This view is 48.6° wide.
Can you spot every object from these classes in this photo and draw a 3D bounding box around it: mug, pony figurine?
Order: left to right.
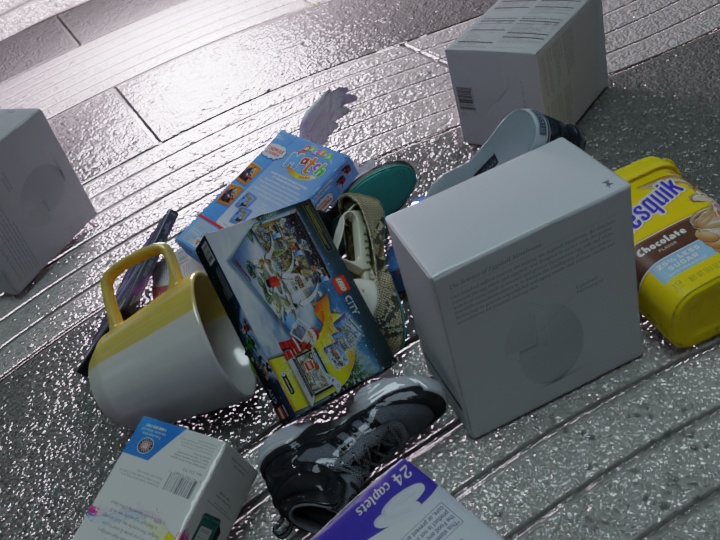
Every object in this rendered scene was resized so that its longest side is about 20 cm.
[{"bbox_3d":[-0.218,0.089,0.895,0.151,0.150,0.189,-25,49,6],"label":"mug"},{"bbox_3d":[-0.072,-0.138,1.127,0.193,0.168,0.198,-46,25,-28],"label":"pony figurine"}]

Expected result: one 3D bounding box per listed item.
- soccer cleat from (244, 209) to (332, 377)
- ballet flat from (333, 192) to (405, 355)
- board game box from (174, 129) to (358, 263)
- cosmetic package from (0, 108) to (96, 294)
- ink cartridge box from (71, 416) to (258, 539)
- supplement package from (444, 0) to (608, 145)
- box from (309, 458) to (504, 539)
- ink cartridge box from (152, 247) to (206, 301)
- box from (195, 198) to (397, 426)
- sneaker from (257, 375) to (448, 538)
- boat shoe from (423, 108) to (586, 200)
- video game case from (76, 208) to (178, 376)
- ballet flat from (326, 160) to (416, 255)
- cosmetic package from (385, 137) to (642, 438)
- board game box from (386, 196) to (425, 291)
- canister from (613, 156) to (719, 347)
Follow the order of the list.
[{"bbox_3d":[-0.063,0.033,0.902,0.080,0.067,0.204,18,87,36],"label":"soccer cleat"},{"bbox_3d":[0.000,0.000,0.908,0.067,0.074,0.204,-32,54,40],"label":"ballet flat"},{"bbox_3d":[-0.116,-0.077,0.971,0.201,0.037,0.150,-49,43,-13],"label":"board game box"},{"bbox_3d":[-0.548,-0.108,1.226,0.120,0.202,0.201,4,41,27],"label":"cosmetic package"},{"bbox_3d":[-0.192,0.247,0.723,0.114,0.068,0.203,7,58,32],"label":"ink cartridge box"},{"bbox_3d":[0.246,-0.295,1.158,0.149,0.154,0.200,15,48,38],"label":"supplement package"},{"bbox_3d":[0.071,0.261,0.508,0.104,0.187,0.199,-34,39,-23],"label":"box"},{"bbox_3d":[-0.166,-0.002,1.019,0.197,0.068,0.117,-29,36,5],"label":"ink cartridge box"},{"bbox_3d":[-0.065,0.037,0.820,0.135,0.203,0.038,-21,-12,-36],"label":"box"},{"bbox_3d":[0.001,0.180,0.739,0.197,0.076,0.115,-24,37,4],"label":"sneaker"},{"bbox_3d":[0.151,-0.090,0.859,0.089,0.200,0.072,5,57,-36],"label":"boat shoe"},{"bbox_3d":[-0.302,0.025,1.043,0.143,0.019,0.202,-46,21,34],"label":"video game case"},{"bbox_3d":[-0.012,-0.073,1.048,0.200,0.073,0.073,-43,40,-4],"label":"ballet flat"},{"bbox_3d":[0.151,0.015,0.769,0.196,0.203,0.123,-24,37,-8],"label":"cosmetic package"},{"bbox_3d":[0.129,-0.053,0.949,0.197,0.037,0.153,-14,34,35],"label":"board game box"},{"bbox_3d":[0.324,-0.024,0.839,0.146,0.088,0.201,-24,38,-6],"label":"canister"}]
